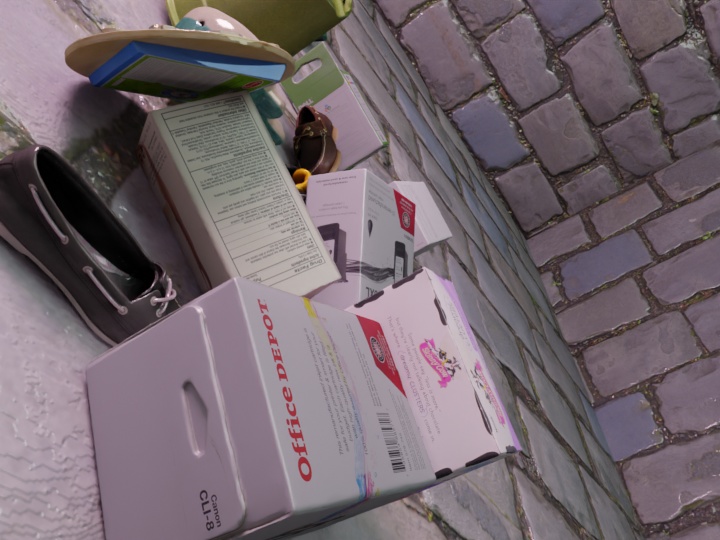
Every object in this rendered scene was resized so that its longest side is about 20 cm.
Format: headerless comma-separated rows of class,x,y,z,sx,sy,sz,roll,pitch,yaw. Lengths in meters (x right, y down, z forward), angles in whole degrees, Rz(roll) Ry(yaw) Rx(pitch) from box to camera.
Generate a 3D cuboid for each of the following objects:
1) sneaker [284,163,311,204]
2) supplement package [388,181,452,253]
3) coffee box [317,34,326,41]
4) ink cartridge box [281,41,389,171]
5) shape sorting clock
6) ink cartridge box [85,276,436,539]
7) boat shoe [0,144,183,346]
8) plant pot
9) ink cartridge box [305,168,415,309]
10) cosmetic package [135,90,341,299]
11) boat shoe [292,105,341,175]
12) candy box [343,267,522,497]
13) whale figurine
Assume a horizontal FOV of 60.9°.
sneaker,-0.081,-0.074,0.746,0.200,0.082,0.078,45,26,-39
supplement package,0.065,-0.075,1.046,0.117,0.117,0.200,62,20,4
coffee box,-0.109,-0.591,1.279,0.123,0.044,0.201,-49,138,-72
ink cartridge box,-0.046,-0.277,1.063,0.200,0.104,0.059,59,20,-5
shape sorting clock,-0.160,-0.189,0.558,0.200,0.200,0.039,-3,95,-68
ink cartridge box,-0.065,0.114,0.443,0.200,0.144,0.146,26,41,-58
boat shoe,-0.181,-0.003,0.445,0.200,0.057,0.067,50,23,-27
plant pot,-0.120,-0.358,0.813,0.200,0.190,0.201,40,42,-50
ink cartridge box,0.000,0.000,0.733,0.145,0.083,0.201,22,67,-59
cosmetic package,-0.117,-0.052,0.571,0.103,0.087,0.200,-22,83,-33
boat shoe,-0.076,-0.194,0.942,0.070,0.070,0.200,45,19,-28
candy box,0.017,0.119,0.556,0.072,0.200,0.168,25,41,-58
whale figurine,-0.160,-0.213,0.740,0.159,0.104,0.200,35,-14,22
